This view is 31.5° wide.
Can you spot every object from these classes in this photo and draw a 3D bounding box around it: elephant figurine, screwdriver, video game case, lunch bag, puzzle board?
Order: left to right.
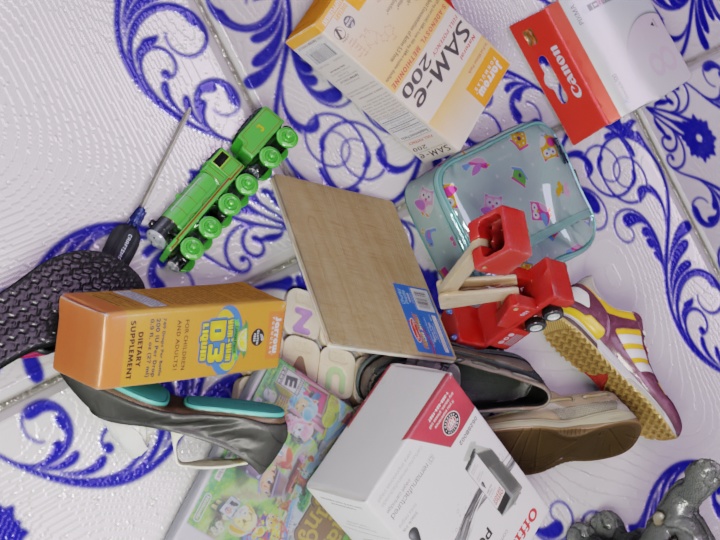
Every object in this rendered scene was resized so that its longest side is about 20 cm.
[{"bbox_3d":[-0.188,-0.067,1.148,0.029,0.028,0.200,23,63,7],"label":"screwdriver"},{"bbox_3d":[-0.057,0.204,1.139,0.182,0.022,0.200,37,63,-20],"label":"video game case"},{"bbox_3d":[0.000,0.000,1.207,0.150,0.017,0.200,11,46,-38],"label":"puzzle board"},{"bbox_3d":[0.156,-0.060,1.339,0.200,0.077,0.161,-26,90,-36],"label":"lunch bag"},{"bbox_3d":[0.295,0.291,1.240,0.155,0.200,0.142,44,56,-14],"label":"elephant figurine"}]

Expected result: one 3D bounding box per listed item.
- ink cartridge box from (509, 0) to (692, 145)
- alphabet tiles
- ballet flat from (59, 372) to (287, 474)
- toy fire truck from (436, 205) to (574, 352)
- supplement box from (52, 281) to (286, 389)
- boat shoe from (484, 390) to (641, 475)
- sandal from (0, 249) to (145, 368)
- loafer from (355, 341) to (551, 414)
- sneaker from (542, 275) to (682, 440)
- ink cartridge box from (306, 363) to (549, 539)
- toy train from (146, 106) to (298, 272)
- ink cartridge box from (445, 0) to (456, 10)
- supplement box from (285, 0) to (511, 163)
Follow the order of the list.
[{"bbox_3d":[0.288,-0.258,1.507,0.200,0.057,0.163,-32,93,-40],"label":"ink cartridge box"},{"bbox_3d":[-0.027,0.120,1.202,0.200,0.015,0.196,19,66,-27],"label":"alphabet tiles"},{"bbox_3d":[-0.161,0.128,1.070,0.199,0.068,0.069,15,96,-4],"label":"ballet flat"},{"bbox_3d":[0.123,0.021,1.216,0.141,0.200,0.049,14,54,-32],"label":"toy fire truck"},{"bbox_3d":[-0.155,0.052,1.068,0.200,0.069,0.067,-5,106,-49],"label":"supplement box"},{"bbox_3d":[0.189,0.159,1.304,0.199,0.072,0.065,-4,40,-22],"label":"boat shoe"},{"bbox_3d":[-0.275,0.041,1.055,0.200,0.045,0.075,-24,84,-26],"label":"sandal"},{"bbox_3d":[0.094,0.107,1.221,0.199,0.063,0.072,2,106,-29],"label":"loafer"},{"bbox_3d":[0.289,0.095,1.378,0.200,0.075,0.090,48,61,-12],"label":"sneaker"},{"bbox_3d":[0.067,0.205,1.149,0.147,0.083,0.200,-54,124,-26],"label":"ink cartridge box"},{"bbox_3d":[-0.128,-0.078,1.187,0.056,0.042,0.200,40,57,-4],"label":"toy train"},{"bbox_3d":[0.023,-0.369,1.371,0.162,0.050,0.201,-14,80,-35],"label":"ink cartridge box"},{"bbox_3d":[0.041,-0.223,1.307,0.200,0.073,0.126,38,68,-19],"label":"supplement box"}]
